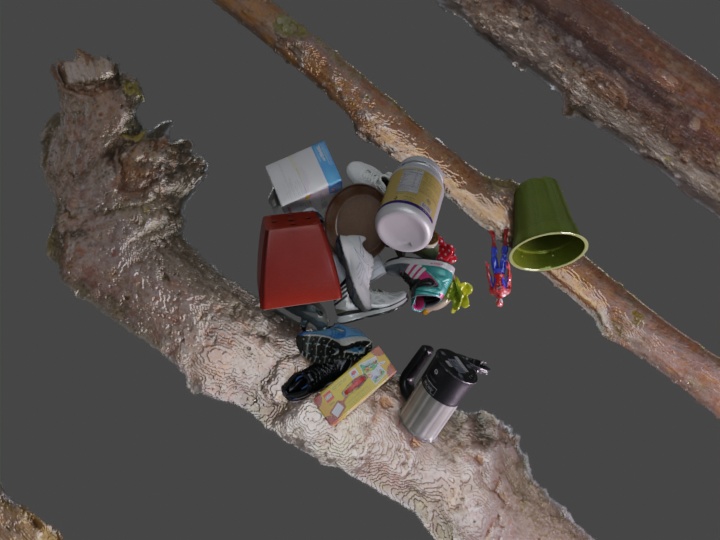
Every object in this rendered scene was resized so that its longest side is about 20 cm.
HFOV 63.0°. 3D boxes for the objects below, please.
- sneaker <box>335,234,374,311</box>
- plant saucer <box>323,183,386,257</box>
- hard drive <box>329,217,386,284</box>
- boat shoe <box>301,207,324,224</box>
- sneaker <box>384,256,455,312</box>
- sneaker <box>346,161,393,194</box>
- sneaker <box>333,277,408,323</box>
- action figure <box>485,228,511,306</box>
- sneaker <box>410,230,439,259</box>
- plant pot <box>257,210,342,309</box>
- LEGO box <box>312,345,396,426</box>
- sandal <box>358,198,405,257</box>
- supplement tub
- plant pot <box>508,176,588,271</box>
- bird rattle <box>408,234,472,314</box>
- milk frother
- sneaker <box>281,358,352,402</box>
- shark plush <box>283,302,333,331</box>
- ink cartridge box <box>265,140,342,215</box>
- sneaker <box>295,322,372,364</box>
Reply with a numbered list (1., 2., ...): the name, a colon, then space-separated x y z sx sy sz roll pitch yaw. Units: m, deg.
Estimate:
1. sneaker: 0.000 0.000 1.453 0.085 0.075 0.206 -11 77 -18
2. plant saucer: -0.002 -0.122 1.528 0.195 0.036 0.207 -1 88 22
3. hard drive: -0.032 -0.050 1.570 0.130 0.027 0.203 -30 78 -7
4. boat shoe: -0.176 -0.079 1.538 0.199 0.072 0.068 -39 44 -6
5. sneaker: 0.135 0.039 1.475 0.196 0.083 0.124 4 68 37
6. sneaker: 0.045 -0.246 1.575 0.198 0.116 0.074 35 80 9
7. sneaker: 0.023 0.055 1.500 0.195 0.076 0.119 -15 96 -7
8. action figure: 0.364 -0.007 1.548 0.064 0.052 0.206 -4 77 20
9. sneaker: 0.131 -0.085 1.518 0.066 0.091 0.200 -31 46 -19
10. plant pot: -0.159 -0.038 1.427 0.194 0.200 0.182 -7 109 -10
11. LEGO box: -0.014 0.283 1.423 0.198 0.149 0.078 -38 79 -10
12. sandal: 0.053 -0.109 1.570 0.057 0.079 0.202 -42 76 15
13. supplement tub: 0.124 -0.164 1.423 0.142 0.147 0.203 18 52 4
14. plant pot: 0.473 -0.131 1.526 0.193 0.201 0.195 0 64 -1
15. bird rattle: 0.196 0.022 1.521 0.161 0.112 0.204 -30 74 9
16. milk frother: 0.211 0.295 1.438 0.196 0.182 0.191 22 113 -23
17. sneaker: -0.103 0.260 1.447 0.197 0.112 0.074 -33 79 -8
18. shark plush: -0.129 0.121 1.527 0.083 0.091 0.200 -42 101 9
19. ink cartridge box: -0.157 -0.226 1.560 0.196 0.129 0.128 -23 75 -6
20. sneaker: -0.071 0.176 1.462 0.195 0.090 0.080 7 117 -26
